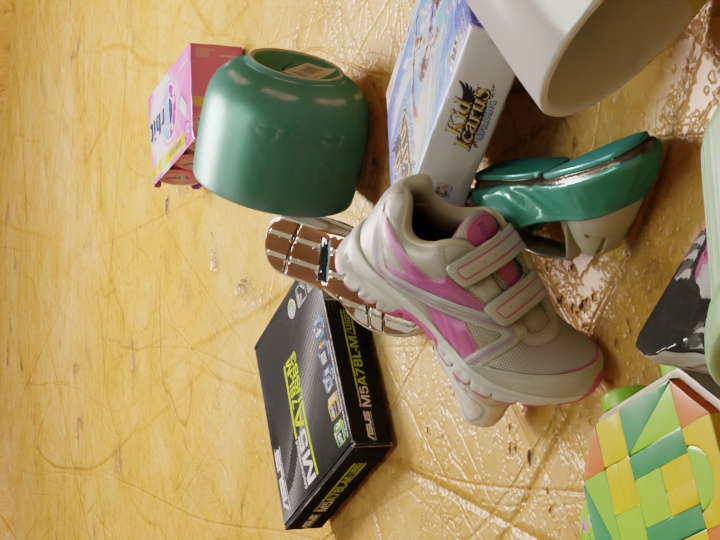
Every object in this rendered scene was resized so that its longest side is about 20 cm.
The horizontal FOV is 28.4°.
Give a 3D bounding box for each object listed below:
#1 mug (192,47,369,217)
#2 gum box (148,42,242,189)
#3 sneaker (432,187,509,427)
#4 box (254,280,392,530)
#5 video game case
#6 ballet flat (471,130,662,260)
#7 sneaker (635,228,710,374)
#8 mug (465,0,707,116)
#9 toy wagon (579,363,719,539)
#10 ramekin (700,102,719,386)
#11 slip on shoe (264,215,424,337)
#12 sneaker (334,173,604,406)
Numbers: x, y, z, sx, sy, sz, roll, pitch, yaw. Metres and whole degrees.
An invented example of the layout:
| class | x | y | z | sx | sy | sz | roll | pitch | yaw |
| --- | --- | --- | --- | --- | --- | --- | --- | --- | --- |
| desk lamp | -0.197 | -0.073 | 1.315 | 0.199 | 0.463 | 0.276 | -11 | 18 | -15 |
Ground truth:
| class | x | y | z | sx | sy | sz | roll | pitch | yaw |
| --- | --- | --- | --- | --- | --- | --- | --- | --- | --- |
| mug | -0.073 | -0.137 | 1.279 | 0.185 | 0.150 | 0.116 | -129 | 46 | -55 |
| gum box | -0.196 | -0.176 | 1.669 | 0.200 | 0.065 | 0.115 | 150 | 119 | -64 |
| sneaker | 0.073 | 0.023 | 1.050 | 0.081 | 0.074 | 0.202 | 91 | 171 | -55 |
| box | -0.040 | 0.114 | 1.338 | 0.193 | 0.047 | 0.202 | 128 | 137 | -51 |
| video game case | 0.063 | -0.144 | 1.027 | 0.201 | 0.045 | 0.182 | -91 | 15 | -51 |
| ballet flat | 0.139 | -0.044 | 0.915 | 0.200 | 0.067 | 0.071 | -5 | 109 | 67 |
| sneaker | 0.207 | 0.037 | 0.727 | 0.081 | 0.086 | 0.200 | -57 | 6 | 4 |
| mug | 0.123 | -0.202 | 0.802 | 0.153 | 0.186 | 0.150 | 49 | 157 | 18 |
| toy wagon | 0.176 | 0.142 | 0.841 | 0.200 | 0.039 | 0.157 | 133 | 132 | -58 |
| ramekin | 0.225 | -0.022 | 0.541 | 0.200 | 0.198 | 0.099 | 132 | 140 | -57 |
| slip on shoe | 0.000 | 0.000 | 1.224 | 0.199 | 0.060 | 0.077 | 22 | 109 | 43 |
| sneaker | 0.077 | 0.011 | 0.929 | 0.199 | 0.081 | 0.089 | 34 | 131 | 12 |
